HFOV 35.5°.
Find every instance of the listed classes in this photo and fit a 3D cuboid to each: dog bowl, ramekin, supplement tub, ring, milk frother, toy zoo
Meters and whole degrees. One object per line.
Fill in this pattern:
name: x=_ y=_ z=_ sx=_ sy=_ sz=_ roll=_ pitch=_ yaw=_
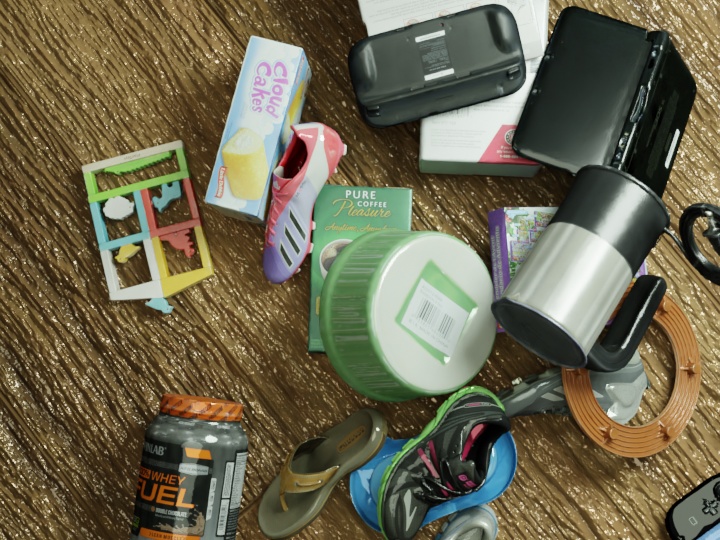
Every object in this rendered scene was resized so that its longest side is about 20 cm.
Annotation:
dog bowl: x=0.086 y=0.237 z=1.313 sx=0.198 sy=0.050 sz=0.113 roll=-22 pitch=71 yaw=2
ramekin: x=0.061 y=0.049 z=1.268 sx=0.198 sy=0.097 sz=0.203 roll=2 pitch=86 yaw=-31
supplement tub: x=-0.196 y=0.249 z=1.299 sx=0.121 sy=0.123 sz=0.203 roll=7 pitch=85 yaw=3
ring: x=0.316 y=0.113 z=1.288 sx=0.198 sy=0.019 sz=0.203 roll=3 pitch=84 yaw=-26
milk frother: x=0.272 y=0.008 z=1.166 sx=0.180 sy=0.200 sz=0.189 roll=38 pitch=73 yaw=-10
toy zoo: x=-0.257 y=-0.046 z=1.376 sx=0.130 sy=0.020 sz=0.202 roll=-15 pitch=85 yaw=1

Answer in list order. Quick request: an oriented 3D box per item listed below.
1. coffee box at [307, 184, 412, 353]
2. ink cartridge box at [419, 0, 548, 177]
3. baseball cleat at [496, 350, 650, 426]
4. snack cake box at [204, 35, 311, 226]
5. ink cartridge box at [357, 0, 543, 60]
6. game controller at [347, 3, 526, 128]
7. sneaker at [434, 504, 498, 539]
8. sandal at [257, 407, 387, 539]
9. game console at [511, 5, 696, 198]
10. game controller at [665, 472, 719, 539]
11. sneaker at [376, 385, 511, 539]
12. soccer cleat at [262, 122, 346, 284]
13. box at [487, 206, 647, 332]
coffee box: x=0.000 y=0.000 z=1.348 sx=0.121 sy=0.044 sz=0.203 roll=1 pitch=86 yaw=2
ink cartridge box: x=0.145 y=-0.220 z=1.338 sx=0.143 sy=0.083 sz=0.203 roll=3 pitch=84 yaw=4
baseball cleat: x=0.247 y=0.151 z=1.297 sx=0.198 sy=0.070 sz=0.107 roll=-23 pitch=85 yaw=-11
snack cake box: x=-0.118 y=-0.161 z=1.331 sx=0.066 sy=0.115 sz=0.202 roll=14 pitch=87 yaw=6
ink cartridge box: x=0.097 y=-0.312 z=1.288 sx=0.198 sy=0.045 sz=0.178 roll=-13 pitch=107 yaw=4
game controller: x=0.087 y=-0.232 z=1.276 sx=0.198 sy=0.042 sz=0.106 roll=-14 pitch=93 yaw=4
sneaker: x=0.091 y=0.358 z=1.295 sx=0.074 sy=0.087 sz=0.201 roll=31 pitch=89 yaw=3
sandal: x=-0.054 y=0.228 z=1.304 sx=0.200 sy=0.054 sz=0.081 roll=-44 pitch=45 yaw=11
game console: x=0.289 y=-0.179 z=1.311 sx=0.116 sy=0.176 sz=0.202 roll=10 pitch=71 yaw=41
game controller: x=0.443 y=0.335 z=1.294 sx=0.104 sy=0.042 sz=0.201 roll=-37 pitch=84 yaw=-1
sneaker: x=0.090 y=0.219 z=1.233 sx=0.077 sy=0.084 sz=0.201 roll=35 pitch=91 yaw=-40
soccer cleat: x=-0.083 y=-0.079 z=1.309 sx=0.067 sy=0.076 sz=0.202 roll=41 pitch=115 yaw=42
box: x=0.242 y=-0.003 z=1.295 sx=0.198 sy=0.039 sz=0.139 roll=-1 pitch=84 yaw=-27
